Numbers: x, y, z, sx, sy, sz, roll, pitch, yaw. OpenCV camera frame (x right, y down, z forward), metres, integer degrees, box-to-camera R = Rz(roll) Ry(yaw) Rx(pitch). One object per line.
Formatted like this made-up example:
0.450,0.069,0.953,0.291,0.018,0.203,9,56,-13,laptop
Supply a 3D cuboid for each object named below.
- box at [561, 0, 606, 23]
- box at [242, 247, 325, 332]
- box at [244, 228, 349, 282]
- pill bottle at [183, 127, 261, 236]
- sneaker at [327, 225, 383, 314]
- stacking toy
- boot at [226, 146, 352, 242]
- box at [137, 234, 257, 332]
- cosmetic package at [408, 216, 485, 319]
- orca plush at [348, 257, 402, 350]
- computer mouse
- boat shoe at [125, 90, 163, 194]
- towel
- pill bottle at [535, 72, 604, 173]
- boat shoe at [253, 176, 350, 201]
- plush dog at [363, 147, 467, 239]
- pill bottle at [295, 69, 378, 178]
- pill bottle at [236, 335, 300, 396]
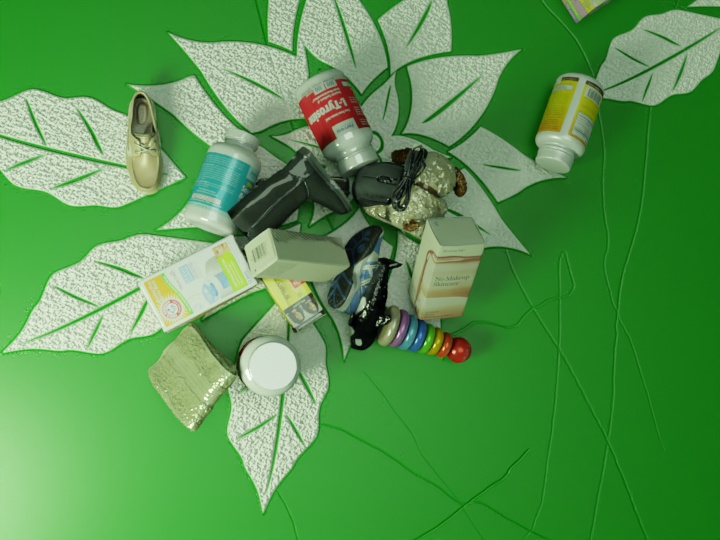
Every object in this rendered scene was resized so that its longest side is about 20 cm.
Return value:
0.531,-0.692,1.808,0.200,0.097,0.176,-35,93,-13,box
-0.154,0.023,1.621,0.075,0.050,0.200,-32,91,-12,box
-0.120,-0.027,1.561,0.200,0.082,0.069,6,60,-49,box
-0.264,-0.175,1.585,0.110,0.111,0.201,21,82,-9,pill bottle
0.000,0.000,1.654,0.077,0.076,0.201,36,72,-37,sneaker
0.139,0.140,1.659,0.199,0.085,0.086,19,81,-13,stacking toy
-0.135,-0.114,1.561,0.200,0.066,0.165,-45,113,-11,boot
-0.314,0.028,1.561,0.200,0.101,0.113,-27,90,-13,box
0.170,-0.003,1.609,0.103,0.200,0.087,-4,43,-15,cosmetic package
0.042,0.078,1.617,0.071,0.105,0.201,27,92,27,orca plush
0.039,-0.178,1.571,0.053,0.200,0.139,29,74,-29,computer mouse
-0.427,-0.251,1.582,0.072,0.065,0.201,-2,85,-12,boat shoe
-0.319,0.195,1.506,0.149,0.200,0.036,-53,136,0,towel
0.449,-0.318,1.748,0.109,0.109,0.201,23,81,-9,pill bottle
-0.116,-0.172,1.636,0.199,0.074,0.061,5,84,-14,boat shoe
0.121,-0.160,1.631,0.199,0.160,0.172,25,91,-7,plush dog
-0.044,-0.295,1.634,0.112,0.112,0.201,-25,84,-13,pill bottle
-0.174,0.179,1.517,0.112,0.200,0.113,1,84,-11,pill bottle
